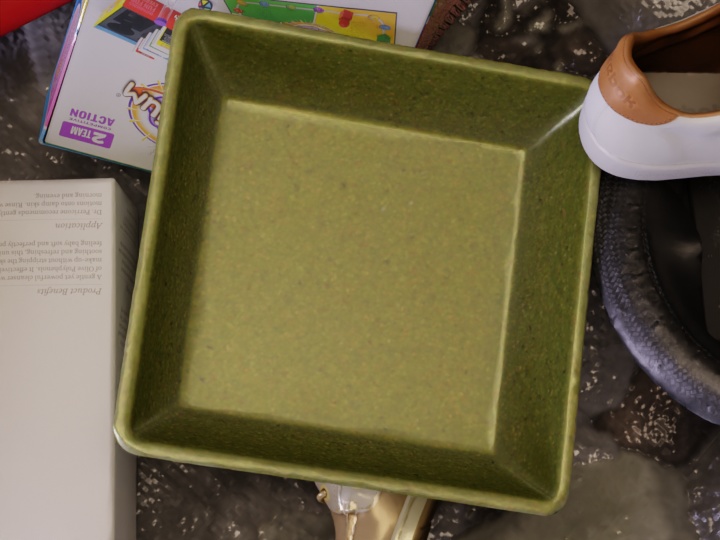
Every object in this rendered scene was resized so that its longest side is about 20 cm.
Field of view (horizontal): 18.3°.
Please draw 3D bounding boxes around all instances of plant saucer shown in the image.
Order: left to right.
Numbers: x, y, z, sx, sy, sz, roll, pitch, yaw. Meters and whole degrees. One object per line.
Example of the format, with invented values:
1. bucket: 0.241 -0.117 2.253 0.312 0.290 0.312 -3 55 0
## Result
1. plant saucer: 0.000 0.000 0.991 0.199 0.048 0.201 9 76 -9

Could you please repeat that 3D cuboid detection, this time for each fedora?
1. fedora: 0.192 -0.004 1.031 0.200 0.092 0.201 0 66 1

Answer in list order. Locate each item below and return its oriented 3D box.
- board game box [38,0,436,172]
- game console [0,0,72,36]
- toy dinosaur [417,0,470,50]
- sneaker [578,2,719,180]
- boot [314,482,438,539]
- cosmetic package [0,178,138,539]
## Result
1. board game box: -0.047 -0.125 1.007 0.153 0.200 0.040 15 36 -13
2. game console: -0.148 -0.227 1.052 0.200 0.119 0.173 -26 110 3
3. toy dinosaur: 0.040 -0.182 1.063 0.135 0.086 0.201 -7 78 10
4. sneaker: 0.199 -0.082 0.968 0.199 0.085 0.073 -8 65 -9
5. boot: -0.034 0.072 1.039 0.155 0.073 0.201 15 79 3
6. cosmetic package: -0.160 0.062 1.038 0.107 0.085 0.201 0 81 2
